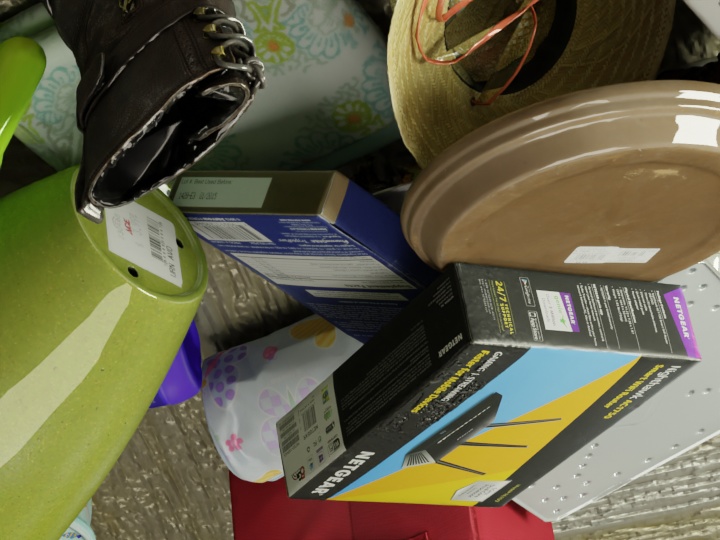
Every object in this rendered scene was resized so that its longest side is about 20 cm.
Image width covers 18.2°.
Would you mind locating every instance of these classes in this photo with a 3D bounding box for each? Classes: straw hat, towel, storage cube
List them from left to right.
[{"bbox_3d":[-0.087,-0.099,1.201,0.199,0.048,0.171,-24,140,19],"label":"towel"},{"bbox_3d":[0.026,0.186,1.475,0.170,0.181,0.200,-20,141,16],"label":"storage cube"},{"bbox_3d":[0.063,-0.136,1.139,0.200,0.085,0.203,-22,125,-34],"label":"straw hat"}]

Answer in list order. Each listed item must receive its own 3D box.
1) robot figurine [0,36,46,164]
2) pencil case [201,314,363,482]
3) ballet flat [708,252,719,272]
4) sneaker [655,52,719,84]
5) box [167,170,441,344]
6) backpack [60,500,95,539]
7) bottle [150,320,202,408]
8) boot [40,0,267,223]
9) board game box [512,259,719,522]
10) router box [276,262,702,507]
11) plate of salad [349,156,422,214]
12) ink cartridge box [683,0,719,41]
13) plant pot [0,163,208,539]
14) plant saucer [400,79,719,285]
[{"bbox_3d":[-0.235,-0.102,1.104,0.174,0.116,0.201,22,132,20],"label":"robot figurine"},{"bbox_3d":[0.000,0.064,1.393,0.198,0.083,0.091,-20,118,17],"label":"pencil case"},{"bbox_3d":[0.177,0.019,1.382,0.199,0.064,0.075,-33,137,28],"label":"ballet flat"},{"bbox_3d":[0.200,-0.116,1.211,0.075,0.115,0.202,-5,110,-29],"label":"sneaker"},{"bbox_3d":[0.000,0.000,1.240,0.120,0.033,0.200,3,156,42],"label":"box"},{"bbox_3d":[-0.266,0.178,1.454,0.176,0.151,0.200,19,130,-28],"label":"backpack"},{"bbox_3d":[-0.199,0.058,1.367,0.198,0.066,0.084,-12,139,6],"label":"bottle"},{"bbox_3d":[-0.072,-0.132,1.041,0.069,0.175,0.200,30,113,-37],"label":"boot"},{"bbox_3d":[0.153,0.070,1.359,0.199,0.026,0.200,-31,145,16],"label":"board game box"},{"bbox_3d":[0.065,0.066,1.214,0.148,0.051,0.200,5,150,-30],"label":"router box"},{"bbox_3d":[0.070,-0.045,1.272,0.198,0.049,0.200,-8,170,-1],"label":"plate of salad"},{"bbox_3d":[0.249,-0.138,1.075,0.200,0.083,0.147,46,111,-3],"label":"ink cartridge box"},{"bbox_3d":[-0.178,0.038,1.203,0.186,0.188,0.200,27,123,-36],"label":"plant pot"},{"bbox_3d":[0.119,-0.033,1.121,0.198,0.030,0.200,-9,156,-4],"label":"plant saucer"}]
